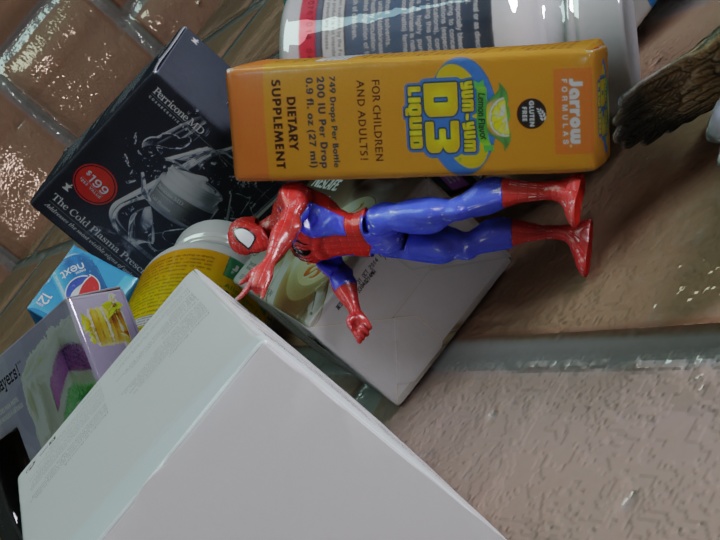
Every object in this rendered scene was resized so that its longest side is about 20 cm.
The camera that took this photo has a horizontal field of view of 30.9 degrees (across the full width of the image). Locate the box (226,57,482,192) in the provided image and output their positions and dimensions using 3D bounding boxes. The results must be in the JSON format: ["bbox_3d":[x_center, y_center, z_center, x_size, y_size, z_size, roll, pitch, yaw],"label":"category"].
[{"bbox_3d":[-0.005,-0.106,0.963,0.036,0.143,0.200,-50,16,-25],"label":"box"}]

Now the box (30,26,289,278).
[{"bbox_3d":[-0.149,-0.073,1.146,0.182,0.200,0.104,-41,18,27],"label":"box"}]

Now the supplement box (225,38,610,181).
[{"bbox_3d":[0.032,-0.085,0.702,0.199,0.067,0.069,-2,10,15],"label":"supplement box"}]

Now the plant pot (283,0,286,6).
[{"bbox_3d":[0.019,-0.260,1.157,0.200,0.200,0.161,-35,35,37],"label":"plant pot"}]

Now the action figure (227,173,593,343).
[{"bbox_3d":[0.015,-0.002,0.686,0.199,0.065,0.099,1,51,20],"label":"action figure"}]

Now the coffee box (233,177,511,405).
[{"bbox_3d":[0.000,0.000,0.841,0.114,0.080,0.200,-51,18,-5],"label":"coffee box"}]

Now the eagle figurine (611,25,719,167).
[{"bbox_3d":[0.207,-0.135,0.602,0.152,0.151,0.201,-1,-75,-61],"label":"eagle figurine"}]

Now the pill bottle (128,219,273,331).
[{"bbox_3d":[-0.127,0.049,0.994,0.113,0.113,0.200,-39,20,29],"label":"pill bottle"}]

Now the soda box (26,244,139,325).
[{"bbox_3d":[-0.217,0.062,1.104,0.068,0.064,0.200,-58,-14,-23],"label":"soda box"}]

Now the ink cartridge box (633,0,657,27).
[{"bbox_3d":[0.103,-0.233,0.826,0.146,0.200,0.084,-54,13,33],"label":"ink cartridge box"}]

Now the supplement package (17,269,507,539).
[{"bbox_3d":[-0.059,0.116,0.636,0.152,0.151,0.200,-50,18,-4],"label":"supplement package"}]

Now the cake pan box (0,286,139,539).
[{"bbox_3d":[-0.195,0.133,0.892,0.052,0.185,0.200,-9,-16,-44],"label":"cake pan box"}]

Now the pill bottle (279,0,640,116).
[{"bbox_3d":[0.062,-0.127,0.782,0.199,0.120,0.120,-6,35,17],"label":"pill bottle"}]
